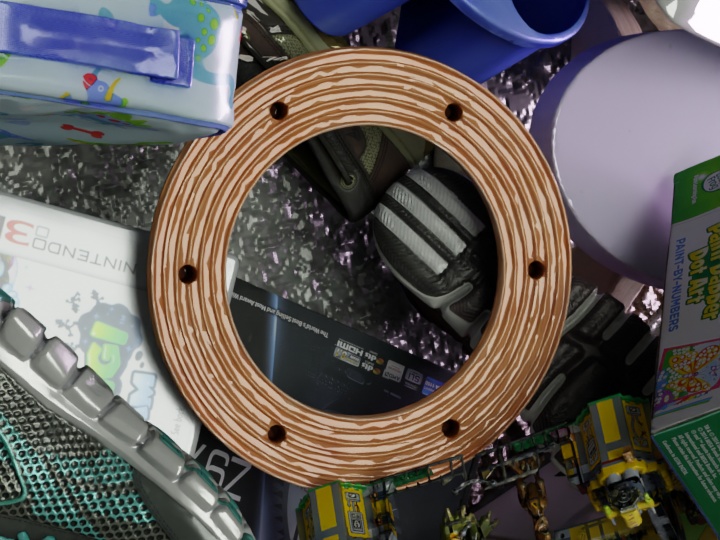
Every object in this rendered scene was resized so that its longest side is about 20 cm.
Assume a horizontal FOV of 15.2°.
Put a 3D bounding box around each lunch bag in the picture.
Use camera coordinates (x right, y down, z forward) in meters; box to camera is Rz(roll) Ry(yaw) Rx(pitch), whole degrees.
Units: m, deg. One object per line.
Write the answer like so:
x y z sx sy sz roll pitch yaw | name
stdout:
-0.157 -0.099 1.135 0.200 0.161 0.083 6 88 -32 | lunch bag

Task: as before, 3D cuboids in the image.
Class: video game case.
-0.162 0.066 1.180 0.182 0.024 0.200 15 80 -14 | video game case

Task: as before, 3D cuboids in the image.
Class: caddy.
0.041 -0.176 1.257 0.141 0.105 0.200 33 40 -31 | caddy

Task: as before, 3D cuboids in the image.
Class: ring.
0.000 0.000 1.211 0.200 0.019 0.201 -2 95 -19 | ring

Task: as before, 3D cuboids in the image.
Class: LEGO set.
0.073 0.153 1.194 0.154 0.200 0.116 71 7 -52 | LEGO set

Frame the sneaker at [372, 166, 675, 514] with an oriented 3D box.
0.085 0.033 1.304 0.076 0.116 0.200 -41 88 -5 | sneaker

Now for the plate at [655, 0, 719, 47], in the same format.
0.155 -0.183 1.303 0.200 0.032 0.200 13 44 -56 | plate

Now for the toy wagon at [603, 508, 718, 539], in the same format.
0.195 0.168 1.330 0.200 0.040 0.155 45 67 -24 | toy wagon

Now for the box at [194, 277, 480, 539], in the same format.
-0.044 0.098 1.275 0.200 0.044 0.160 25 76 -30 | box

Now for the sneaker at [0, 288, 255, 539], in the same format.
-0.126 0.091 1.147 0.200 0.078 0.091 42 87 -2 | sneaker

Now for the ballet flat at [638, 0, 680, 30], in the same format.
0.148 -0.179 1.390 0.200 0.062 0.067 39 68 -26 | ballet flat

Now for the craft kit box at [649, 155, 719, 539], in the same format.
0.201 0.077 1.239 0.200 0.049 0.198 54 24 -27 | craft kit box

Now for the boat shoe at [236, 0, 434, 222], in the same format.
-0.054 -0.097 1.253 0.201 0.072 0.066 38 77 -22 | boat shoe

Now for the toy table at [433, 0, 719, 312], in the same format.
0.140 -0.053 1.353 0.200 0.117 0.184 20 79 -32 | toy table

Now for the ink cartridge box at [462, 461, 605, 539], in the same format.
0.163 0.150 1.384 0.200 0.084 0.146 -32 107 -30 | ink cartridge box
